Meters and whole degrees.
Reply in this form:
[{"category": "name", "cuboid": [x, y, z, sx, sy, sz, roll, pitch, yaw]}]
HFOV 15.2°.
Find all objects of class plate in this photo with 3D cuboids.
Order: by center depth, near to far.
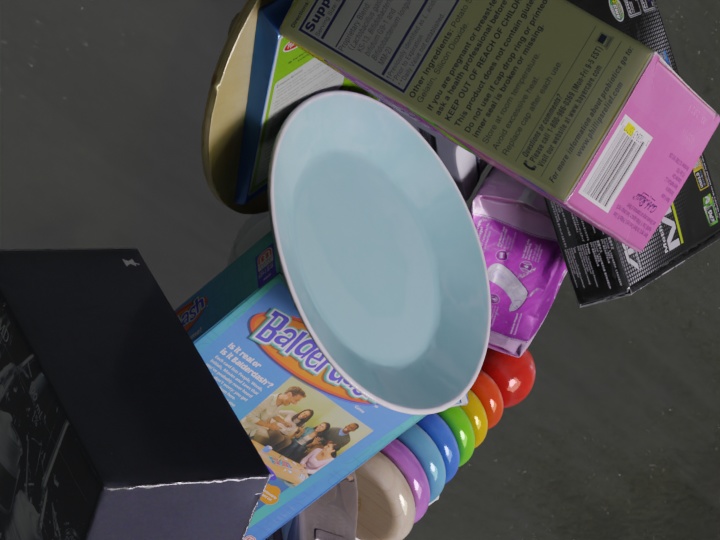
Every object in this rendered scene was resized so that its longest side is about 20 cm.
[{"category": "plate", "cuboid": [0.006, -0.009, 1.590, 0.026, 0.201, 0.200, -21, 176, 36]}]

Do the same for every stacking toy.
[{"category": "stacking toy", "cuboid": [0.056, 0.111, 1.957, 0.200, 0.085, 0.086, -41, 154, -38]}]

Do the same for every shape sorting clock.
[{"category": "shape sorting clock", "cuboid": [-0.032, -0.126, 1.595, 0.200, 0.039, 0.200, -46, 156, -27]}]

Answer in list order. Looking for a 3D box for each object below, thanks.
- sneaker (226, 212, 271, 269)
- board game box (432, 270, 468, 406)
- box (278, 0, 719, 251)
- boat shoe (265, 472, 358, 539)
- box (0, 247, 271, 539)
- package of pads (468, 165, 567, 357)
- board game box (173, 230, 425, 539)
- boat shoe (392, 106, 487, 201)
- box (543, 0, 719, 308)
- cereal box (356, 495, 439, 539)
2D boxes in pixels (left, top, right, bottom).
[{"category": "sneaker", "cuboid": [0.000, 0.000, 1.723, 0.200, 0.099, 0.078, -5, 109, -48]}, {"category": "board game box", "cuboid": [-0.038, 0.063, 1.713, 0.199, 0.035, 0.136, -12, 152, 5]}, {"category": "box", "cuboid": [0.082, -0.111, 1.534, 0.097, 0.200, 0.176, -58, 160, 3]}, {"category": "boat shoe", "cuboid": [-0.042, 0.204, 1.723, 0.072, 0.201, 0.076, -25, 141, 37]}, {"category": "box", "cuboid": [-0.157, 0.118, 1.496, 0.104, 0.200, 0.183, -1, 128, -32]}, {"category": "package of pads", "cuboid": [0.123, -0.044, 1.863, 0.200, 0.075, 0.121, -57, 166, -54]}, {"category": "board game box", "cuboid": [-0.068, 0.082, 1.642, 0.200, 0.045, 0.152, -38, 124, 23]}, {"category": "boat shoe", "cuboid": [0.062, -0.115, 1.748, 0.065, 0.073, 0.200, -52, 168, -19]}, {"category": "box", "cuboid": [0.168, -0.093, 1.798, 0.047, 0.201, 0.193, -16, -176, 27]}, {"category": "cereal box", "cuboid": [-0.010, 0.173, 2.037, 0.200, 0.039, 0.144, -35, 151, -32]}]
